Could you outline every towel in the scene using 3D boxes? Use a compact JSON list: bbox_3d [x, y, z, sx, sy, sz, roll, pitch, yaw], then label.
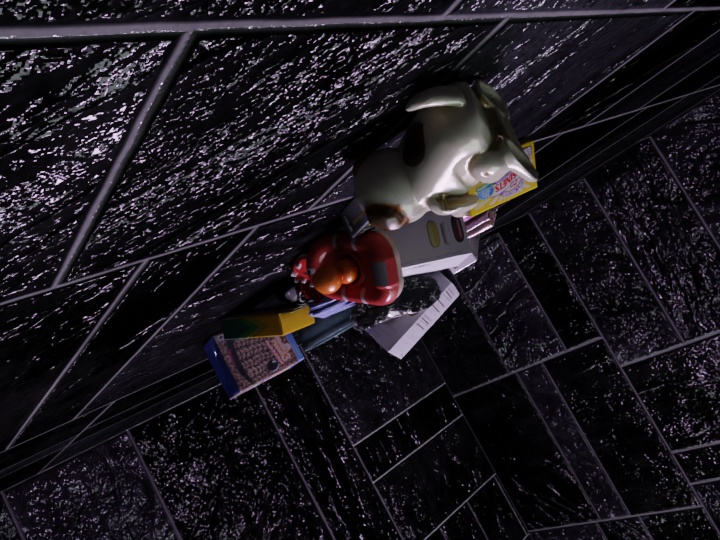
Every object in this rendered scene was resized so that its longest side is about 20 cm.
[{"bbox_3d":[0.226,-0.117,1.472,0.191,0.032,0.200,-25,-160,29],"label":"towel"},{"bbox_3d":[-0.033,0.064,1.360,0.145,0.024,0.200,-22,173,1],"label":"towel"}]

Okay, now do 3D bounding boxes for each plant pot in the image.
[{"bbox_3d":[-0.105,0.128,1.859,0.200,0.134,0.200,-29,174,-3],"label":"plant pot"}]

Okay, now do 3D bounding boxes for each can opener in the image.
[{"bbox_3d":[-0.096,0.012,1.427,0.200,0.079,0.063,-30,136,-17],"label":"can opener"}]

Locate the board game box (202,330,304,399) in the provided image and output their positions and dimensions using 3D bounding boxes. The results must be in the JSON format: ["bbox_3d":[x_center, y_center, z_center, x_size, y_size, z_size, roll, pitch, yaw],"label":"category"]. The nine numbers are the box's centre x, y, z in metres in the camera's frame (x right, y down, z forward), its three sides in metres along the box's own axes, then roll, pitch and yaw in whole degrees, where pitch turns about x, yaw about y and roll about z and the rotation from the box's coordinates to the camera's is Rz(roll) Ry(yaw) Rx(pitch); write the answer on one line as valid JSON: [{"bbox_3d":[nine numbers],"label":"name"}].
[{"bbox_3d":[-0.278,0.212,1.666,0.200,0.160,0.097,-25,172,-35],"label":"board game box"}]

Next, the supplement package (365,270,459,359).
[{"bbox_3d":[0.105,0.078,1.411,0.200,0.114,0.110,-48,156,1],"label":"supplement package"}]

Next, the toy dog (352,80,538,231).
[{"bbox_3d":[0.084,-0.125,0.781,0.200,0.140,0.194,-33,159,30],"label":"toy dog"}]

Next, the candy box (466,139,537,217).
[{"bbox_3d":[0.277,-0.186,1.277,0.200,0.102,0.026,-25,-152,-30],"label":"candy box"}]

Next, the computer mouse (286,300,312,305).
[{"bbox_3d":[-0.127,0.048,1.566,0.138,0.053,0.200,-35,-176,28],"label":"computer mouse"}]

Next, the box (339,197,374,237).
[{"bbox_3d":[0.083,-0.135,1.052,0.200,0.048,0.158,-25,173,-31],"label":"box"}]

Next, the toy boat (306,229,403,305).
[{"bbox_3d":[-0.030,0.002,1.117,0.131,0.131,0.200,-21,-164,-39],"label":"toy boat"}]

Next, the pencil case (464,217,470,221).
[{"bbox_3d":[0.214,-0.143,1.373,0.200,0.088,0.087,-29,174,19],"label":"pencil case"}]

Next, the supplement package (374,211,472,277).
[{"bbox_3d":[0.097,-0.052,1.260,0.200,0.111,0.156,-13,172,-4],"label":"supplement package"}]

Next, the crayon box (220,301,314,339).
[{"bbox_3d":[-0.194,0.112,1.432,0.200,0.052,0.126,-8,-175,31],"label":"crayon box"}]

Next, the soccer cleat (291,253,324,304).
[{"bbox_3d":[-0.094,0.001,1.298,0.200,0.069,0.085,88,22,-64],"label":"soccer cleat"}]

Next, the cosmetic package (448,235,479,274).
[{"bbox_3d":[0.240,-0.084,1.601,0.071,0.101,0.200,-32,-166,24],"label":"cosmetic package"}]

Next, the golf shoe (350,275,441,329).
[{"bbox_3d":[0.067,0.062,1.329,0.200,0.078,0.094,-17,179,-15],"label":"golf shoe"}]
